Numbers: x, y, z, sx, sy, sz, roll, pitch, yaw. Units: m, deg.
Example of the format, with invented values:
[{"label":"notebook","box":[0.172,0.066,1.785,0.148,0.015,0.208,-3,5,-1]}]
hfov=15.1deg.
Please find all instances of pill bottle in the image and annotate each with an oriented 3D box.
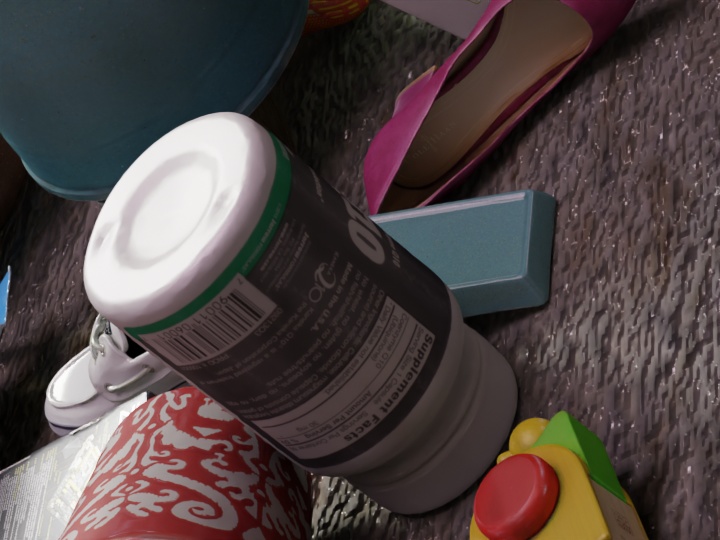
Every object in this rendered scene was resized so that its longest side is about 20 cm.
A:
[{"label":"pill bottle","box":[-0.024,0.025,1.271,0.113,0.200,0.113,-30,39,27]}]

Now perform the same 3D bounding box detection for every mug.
[{"label":"mug","box":[-0.102,0.148,1.269,0.177,0.134,0.200,-23,18,12]}]

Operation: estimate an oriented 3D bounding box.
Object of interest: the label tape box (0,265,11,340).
[{"label":"label tape box","box":[-0.272,0.101,1.595,0.143,0.066,0.200,-45,29,51]}]

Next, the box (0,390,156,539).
[{"label":"box","box":[-0.163,0.179,1.442,0.161,0.049,0.200,-32,38,33]}]

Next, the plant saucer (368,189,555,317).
[{"label":"plant saucer","box":[0.000,0.000,1.376,0.200,0.019,0.070,-10,49,21]}]

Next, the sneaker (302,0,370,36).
[{"label":"sneaker","box":[-0.079,-0.147,1.633,0.200,0.077,0.073,-10,47,25]}]

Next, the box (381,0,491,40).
[{"label":"box","box":[-0.003,-0.228,1.470,0.101,0.200,0.113,-52,29,30]}]

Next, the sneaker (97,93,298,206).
[{"label":"sneaker","box":[-0.088,-0.036,1.528,0.108,0.070,0.200,-38,28,13]}]

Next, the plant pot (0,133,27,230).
[{"label":"plant pot","box":[-0.319,-0.012,1.718,0.187,0.187,0.200,2,74,51]}]

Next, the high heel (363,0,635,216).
[{"label":"high heel","box":[0.073,-0.098,1.385,0.200,0.067,0.096,-33,28,35]}]

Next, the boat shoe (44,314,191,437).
[{"label":"boat shoe","box":[-0.114,0.035,1.498,0.200,0.067,0.074,-26,41,35]}]

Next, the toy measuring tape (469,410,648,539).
[{"label":"toy measuring tape","box":[0.090,0.135,1.156,0.074,0.074,0.200,-41,34,17]}]

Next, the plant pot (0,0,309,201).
[{"label":"plant pot","box":[-0.161,-0.174,1.501,0.200,0.188,0.200,-23,42,22]}]
